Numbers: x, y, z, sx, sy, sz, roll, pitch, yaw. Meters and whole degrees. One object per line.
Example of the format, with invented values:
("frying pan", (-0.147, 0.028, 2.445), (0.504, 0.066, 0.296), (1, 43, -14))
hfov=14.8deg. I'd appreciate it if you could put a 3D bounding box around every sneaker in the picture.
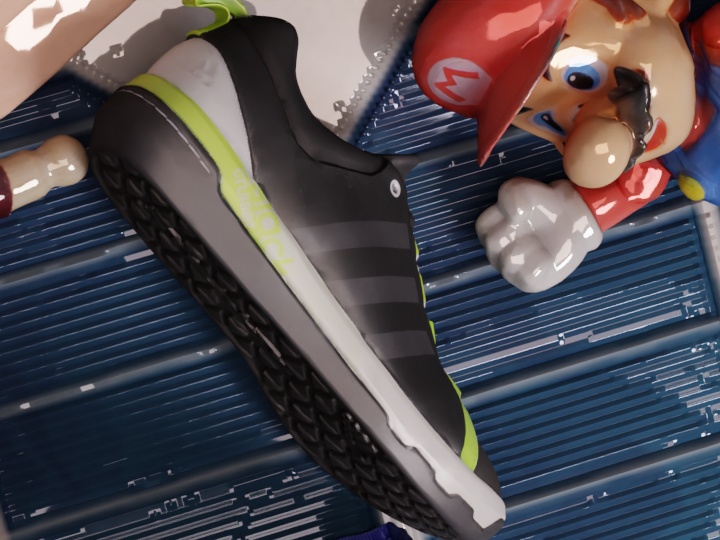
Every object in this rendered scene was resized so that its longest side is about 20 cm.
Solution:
("sneaker", (0.000, 0.000, 0.869), (0.083, 0.072, 0.200), (-45, 115, -19))

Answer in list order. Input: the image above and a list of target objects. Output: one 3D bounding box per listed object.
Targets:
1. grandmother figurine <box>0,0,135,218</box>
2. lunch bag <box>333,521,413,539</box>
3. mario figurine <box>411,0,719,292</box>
("grandmother figurine", (-0.137, -0.061, 0.845), (0.121, 0.061, 0.200), (44, 87, -5))
("lunch bag", (-0.009, 0.189, 0.835), (0.127, 0.200, 0.170), (-15, 102, -7))
("mario figurine", (0.110, -0.036, 0.867), (0.200, 0.106, 0.123), (18, 96, -14))
